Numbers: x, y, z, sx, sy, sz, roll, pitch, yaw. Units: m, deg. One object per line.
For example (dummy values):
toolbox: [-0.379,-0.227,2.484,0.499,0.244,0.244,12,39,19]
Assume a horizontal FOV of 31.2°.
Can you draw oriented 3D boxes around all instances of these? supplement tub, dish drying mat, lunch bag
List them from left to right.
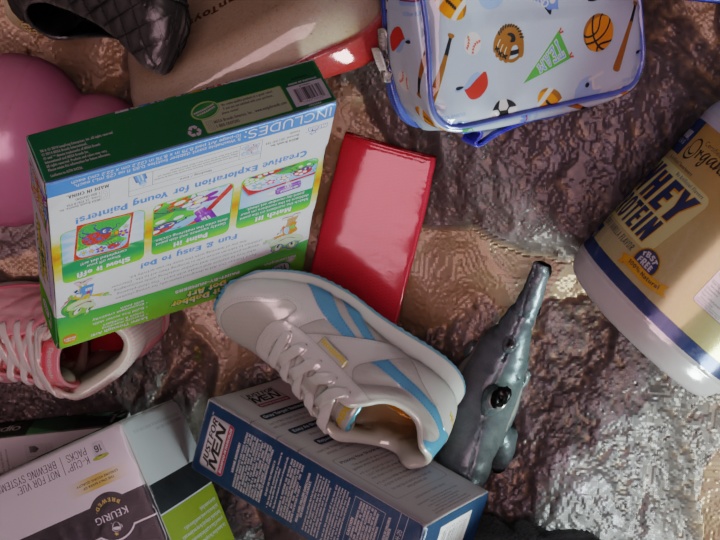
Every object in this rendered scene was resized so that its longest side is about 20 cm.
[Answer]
dish drying mat: [0.000,0.000,0.998,0.076,0.018,0.203,14,105,1]
lunch bag: [0.101,-0.174,0.881,0.197,0.075,0.163,-14,108,-25]
supplement tub: [0.262,-0.028,0.910,0.144,0.145,0.200,40,103,-7]

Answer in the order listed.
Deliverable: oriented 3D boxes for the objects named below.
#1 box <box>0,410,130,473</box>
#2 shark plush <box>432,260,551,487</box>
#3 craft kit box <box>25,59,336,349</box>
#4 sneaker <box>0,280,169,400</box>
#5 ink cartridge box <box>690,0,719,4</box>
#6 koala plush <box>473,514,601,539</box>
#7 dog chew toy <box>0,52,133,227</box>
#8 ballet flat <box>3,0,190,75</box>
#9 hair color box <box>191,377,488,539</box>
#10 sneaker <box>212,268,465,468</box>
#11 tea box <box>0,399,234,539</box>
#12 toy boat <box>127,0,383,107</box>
box: [-0.275,0.197,1.056,0.196,0.036,0.147,-6,104,4]
shark plush: [0.109,0.094,0.980,0.090,0.083,0.201,32,104,-5]
craft kit box: [-0.122,-0.041,0.880,0.197,0.049,0.199,-18,149,-22]
sneaker: [-0.251,0.055,0.983,0.197,0.105,0.077,-8,106,6]
ink cartridge box: [0.268,-0.197,0.857,0.197,0.094,0.045,1,102,-20]
koala plush: [0.114,0.309,0.995,0.181,0.177,0.204,-4,101,-16]
dog chew toy: [-0.207,-0.078,0.942,0.197,0.125,0.126,19,105,-10]
ballet flat: [-0.192,-0.173,0.895,0.066,0.198,0.058,21,85,-46]
hair color box: [-0.017,0.154,0.953,0.198,0.100,0.061,26,108,28]
sneaker: [-0.020,0.069,0.938,0.198,0.081,0.077,27,133,-1]
tea box: [-0.202,0.230,0.953,0.198,0.134,0.199,-23,87,9]
toy boat: [-0.062,-0.143,0.927,0.198,0.131,0.131,-26,132,10]
